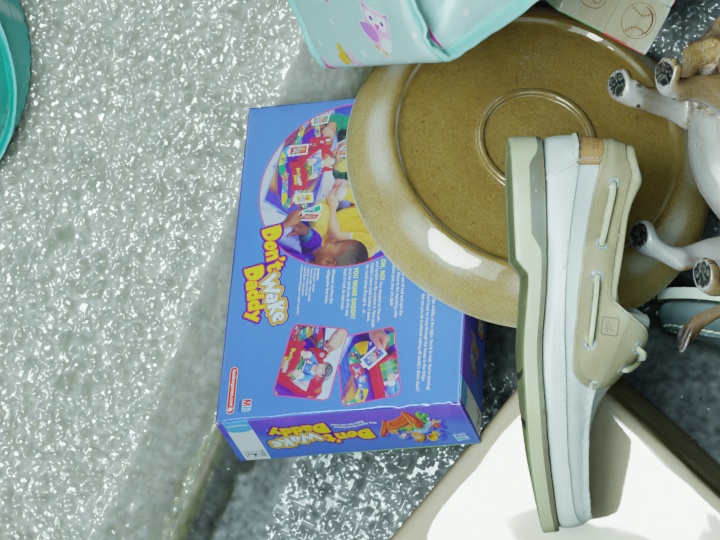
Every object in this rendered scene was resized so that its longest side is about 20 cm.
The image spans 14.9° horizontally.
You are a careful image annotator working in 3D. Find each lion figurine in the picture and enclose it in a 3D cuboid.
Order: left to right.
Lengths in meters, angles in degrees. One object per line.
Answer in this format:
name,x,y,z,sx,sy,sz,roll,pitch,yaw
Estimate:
lion figurine,0.198,-0.051,1.437,0.072,0.122,0.201,-19,69,51

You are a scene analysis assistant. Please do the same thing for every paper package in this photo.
paper package,0.115,0.175,1.469,0.191,0.103,0.200,42,100,12

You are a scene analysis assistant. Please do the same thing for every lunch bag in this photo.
lunch bag,0.062,-0.191,1.384,0.200,0.170,0.122,-35,105,-19

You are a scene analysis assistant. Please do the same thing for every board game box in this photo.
board game box,0.000,0.000,1.488,0.134,0.045,0.201,-5,58,16

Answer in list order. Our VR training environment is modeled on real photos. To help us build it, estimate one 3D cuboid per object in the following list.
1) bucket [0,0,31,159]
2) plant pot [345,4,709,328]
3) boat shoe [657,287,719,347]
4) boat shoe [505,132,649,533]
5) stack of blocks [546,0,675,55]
bucket,-0.292,-0.122,1.572,0.206,0.135,0.209,-1,88,16
plant pot,0.092,-0.064,1.466,0.199,0.028,0.201,3,61,-6
boat shoe,0.247,0.057,1.453,0.199,0.073,0.062,17,89,10
boat shoe,0.112,0.032,1.384,0.068,0.075,0.201,-3,97,-1
stack of blocks,0.155,-0.227,1.450,0.058,0.115,0.201,24,103,-24
